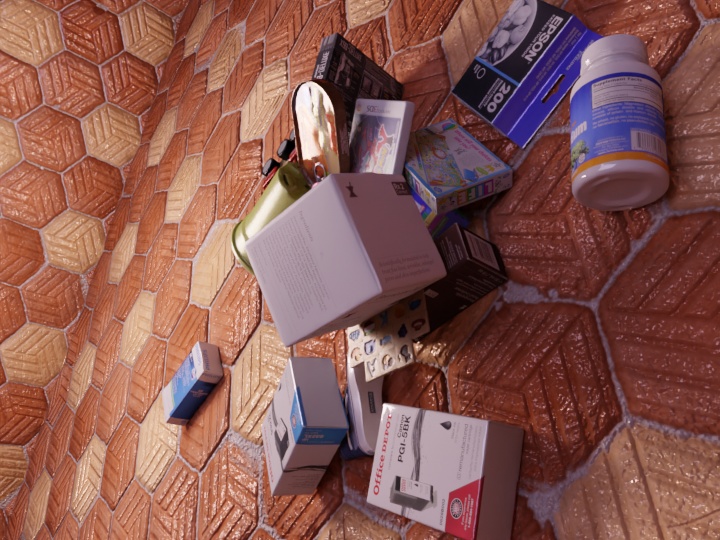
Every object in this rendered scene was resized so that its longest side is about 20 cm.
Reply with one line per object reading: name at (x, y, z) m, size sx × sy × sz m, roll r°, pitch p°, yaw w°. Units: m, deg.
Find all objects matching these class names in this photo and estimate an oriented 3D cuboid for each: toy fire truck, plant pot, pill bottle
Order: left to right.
plant pot at (-0.134, -0.102, 1.174) m, size 0.185 × 0.198 × 0.202 m, roll -56°, pitch 37°, yaw 36°
toy fire truck at (-0.132, -0.196, 1.334) m, size 0.176 × 0.128 × 0.202 m, roll -42°, pitch 34°, yaw 31°
pill bottle at (0.322, -0.188, 0.746) m, size 0.111 × 0.111 × 0.203 m, roll -17°, pitch 60°, yaw 46°

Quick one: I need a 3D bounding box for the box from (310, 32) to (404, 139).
box at (-0.009, -0.338, 1.162) m, size 0.049 × 0.199 × 0.160 m, roll 1°, pitch 74°, yaw 47°

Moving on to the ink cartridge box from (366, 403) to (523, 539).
ink cartridge box at (0.110, 0.270, 0.809) m, size 0.199 × 0.082 × 0.149 m, roll -6°, pitch 69°, yaw 49°

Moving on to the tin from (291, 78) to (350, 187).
tin at (-0.069, -0.239, 1.061) m, size 0.111 × 0.042 × 0.203 m, roll 23°, pitch 128°, yaw 42°

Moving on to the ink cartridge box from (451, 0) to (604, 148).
ink cartridge box at (0.259, -0.326, 0.952) m, size 0.199 × 0.043 × 0.201 m, roll -54°, pitch 40°, yaw 18°

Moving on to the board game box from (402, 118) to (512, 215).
board game box at (0.138, -0.175, 0.969) m, size 0.133 × 0.035 × 0.201 m, roll -21°, pitch 42°, yaw -9°

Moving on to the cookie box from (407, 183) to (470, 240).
cookie box at (0.075, -0.084, 1.035) m, size 0.172 × 0.075 × 0.201 m, roll -54°, pitch 39°, yaw 19°

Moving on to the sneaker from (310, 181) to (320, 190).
sneaker at (-0.030, -0.083, 0.976) m, size 0.079 × 0.095 × 0.201 m, roll -51°, pitch 42°, yaw 18°

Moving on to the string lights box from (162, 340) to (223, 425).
string lights box at (-0.427, 0.286, 1.494) m, size 0.201 × 0.059 × 0.103 m, roll -50°, pitch 41°, yaw 22°

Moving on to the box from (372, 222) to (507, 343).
box at (0.114, 0.025, 0.912) m, size 0.200 × 0.099 × 0.076 m, roll -40°, pitch 45°, yaw 33°

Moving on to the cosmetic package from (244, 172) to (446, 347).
cosmetic package at (-0.023, -0.016, 0.833) m, size 0.199 × 0.164 × 0.167 m, roll -31°, pitch 78°, yaw 37°

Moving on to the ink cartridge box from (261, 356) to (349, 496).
ink cartridge box at (-0.102, 0.270, 1.024) m, size 0.146 × 0.083 × 0.202 m, roll -111°, pitch 36°, yaw -45°

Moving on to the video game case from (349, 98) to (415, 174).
video game case at (0.022, -0.192, 1.026) m, size 0.182 × 0.023 × 0.203 m, roll 31°, pitch 114°, yaw 59°

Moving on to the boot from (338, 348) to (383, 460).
boot at (-0.009, 0.212, 0.997) m, size 0.090 × 0.072 × 0.203 m, roll -34°, pitch 49°, yaw 44°

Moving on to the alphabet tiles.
alphabet tiles at (0.036, 0.061, 0.906) m, size 0.166 × 0.006 × 0.203 m, roll -32°, pitch 51°, yaw 38°
